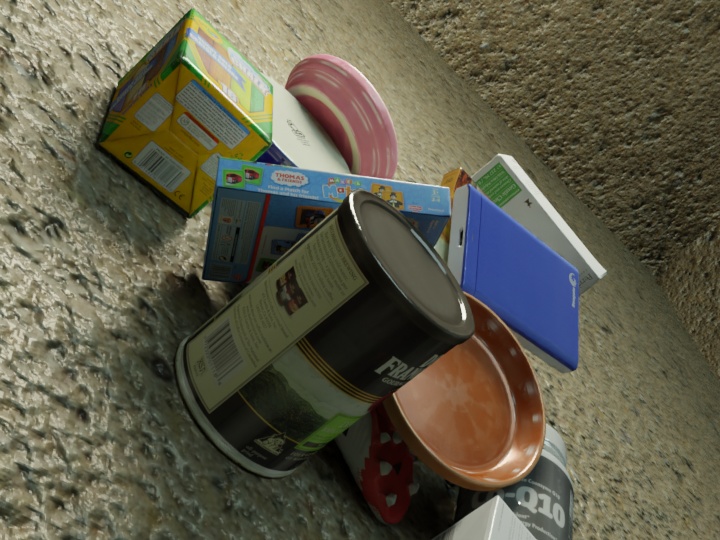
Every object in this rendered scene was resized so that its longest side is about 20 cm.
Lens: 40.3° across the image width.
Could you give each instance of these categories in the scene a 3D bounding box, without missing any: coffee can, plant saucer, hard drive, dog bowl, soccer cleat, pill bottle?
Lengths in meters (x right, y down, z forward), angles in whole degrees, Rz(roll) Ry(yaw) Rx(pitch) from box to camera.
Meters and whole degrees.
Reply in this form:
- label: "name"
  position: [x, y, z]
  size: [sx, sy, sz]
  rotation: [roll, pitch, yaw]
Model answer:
- label: "coffee can"
  position: [-0.030, 0.053, 0.796]
  size: [0.146, 0.200, 0.146]
  rotation: [43, 21, -21]
- label: "plant saucer"
  position: [-0.038, -0.183, 1.294]
  size: [0.051, 0.201, 0.201]
  rotation: [-34, 83, -32]
- label: "hard drive"
  position: [0.169, 0.011, 1.056]
  size: [0.200, 0.025, 0.132]
  rotation: [33, 51, -34]
- label: "dog bowl"
  position: [-0.103, -0.144, 1.180]
  size: [0.200, 0.079, 0.200]
  rotation: [43, 20, -20]
- label: "plant saucer"
  position: [0.091, 0.108, 0.910]
  size: [0.200, 0.032, 0.201]
  rotation: [23, 49, -29]
- label: "soccer cleat"
  position: [-0.005, 0.136, 0.907]
  size: [0.069, 0.085, 0.200]
  rotation: [-17, 91, -52]
- label: "pill bottle"
  position: [0.146, 0.238, 0.936]
  size: [0.113, 0.113, 0.200]
  rotation: [45, 30, -15]

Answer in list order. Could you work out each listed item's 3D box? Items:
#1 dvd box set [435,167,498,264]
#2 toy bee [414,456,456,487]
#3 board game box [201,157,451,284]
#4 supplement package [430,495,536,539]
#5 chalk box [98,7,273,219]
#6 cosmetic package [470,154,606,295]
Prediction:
- label: "dvd box set"
  position: [0.120, 0.006, 1.051]
  size: [0.146, 0.029, 0.200]
  rotation: [44, 46, -24]
- label: "toy bee"
  position: [0.070, 0.138, 1.005]
  size: [0.200, 0.109, 0.131]
  rotation: [20, 34, -55]
- label: "board game box"
  position: [-0.036, -0.031, 0.882]
  size: [0.200, 0.151, 0.037]
  rotation: [7, 57, -10]
- label: "supplement package"
  position: [0.123, 0.310, 0.782]
  size: [0.200, 0.121, 0.120]
  rotation: [50, 20, -3]
- label: "chalk box"
  position: [-0.172, -0.173, 1.012]
  size: [0.124, 0.124, 0.200]
  rotation: [41, 21, -26]
- label: "cosmetic package"
  position: [0.208, -0.039, 1.252]
  size: [0.200, 0.108, 0.085]
  rotation: [51, 18, 9]
